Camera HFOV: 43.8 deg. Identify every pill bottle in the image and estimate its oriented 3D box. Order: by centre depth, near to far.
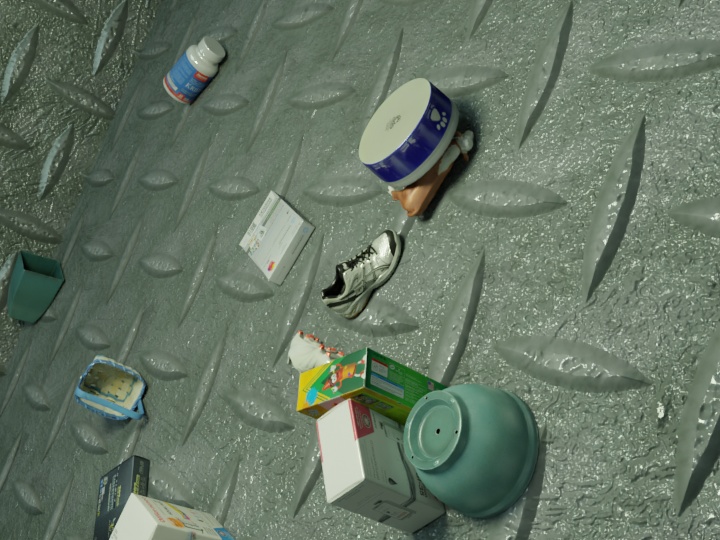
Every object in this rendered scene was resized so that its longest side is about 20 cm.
[{"bbox_3d":[-0.503,-0.613,2.730,0.200,0.111,0.113,-41,41,29],"label":"pill bottle"}]

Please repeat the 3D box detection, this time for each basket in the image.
[{"bbox_3d":[-0.631,0.307,2.273,0.141,0.175,0.200,-62,17,2],"label":"basket"}]

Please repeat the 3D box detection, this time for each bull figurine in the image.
[{"bbox_3d":[0.134,-0.197,1.718,0.201,0.065,0.121,-54,29,3],"label":"bull figurine"}]

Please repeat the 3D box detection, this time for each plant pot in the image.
[{"bbox_3d":[0.149,0.258,1.357,0.199,0.133,0.203,-30,47,38],"label":"plant pot"},{"bbox_3d":[-1.128,0.067,3.073,0.202,0.140,0.141,-61,35,15],"label":"plant pot"}]

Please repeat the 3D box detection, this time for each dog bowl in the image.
[{"bbox_3d":[0.089,-0.261,1.704,0.199,0.078,0.202,-38,32,30],"label":"dog bowl"}]

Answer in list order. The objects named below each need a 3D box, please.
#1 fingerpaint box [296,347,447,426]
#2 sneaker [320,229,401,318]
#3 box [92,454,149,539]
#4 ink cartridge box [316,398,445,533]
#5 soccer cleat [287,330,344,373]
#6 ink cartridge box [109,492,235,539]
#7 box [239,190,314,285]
[{"bbox_3d":[0.021,0.212,1.488,0.166,0.199,0.074,-26,48,40],"label":"fingerpaint box"},{"bbox_3d":[0.000,0.000,1.743,0.201,0.087,0.076,-55,35,8],"label":"sneaker"},{"bbox_3d":[-0.571,0.563,2.136,0.157,0.051,0.202,-33,45,33],"label":"box"},{"bbox_3d":[0.032,0.310,1.415,0.082,0.199,0.148,-37,43,25],"label":"ink cartridge box"},{"bbox_3d":[-0.087,0.180,1.763,0.199,0.069,0.079,22,91,61],"label":"soccer cleat"},{"bbox_3d":[-0.376,0.554,1.771,0.147,0.199,0.146,21,85,53],"label":"ink cartridge box"},{"bbox_3d":[-0.196,-0.079,2.076,0.157,0.041,0.200,-58,35,7],"label":"box"}]
